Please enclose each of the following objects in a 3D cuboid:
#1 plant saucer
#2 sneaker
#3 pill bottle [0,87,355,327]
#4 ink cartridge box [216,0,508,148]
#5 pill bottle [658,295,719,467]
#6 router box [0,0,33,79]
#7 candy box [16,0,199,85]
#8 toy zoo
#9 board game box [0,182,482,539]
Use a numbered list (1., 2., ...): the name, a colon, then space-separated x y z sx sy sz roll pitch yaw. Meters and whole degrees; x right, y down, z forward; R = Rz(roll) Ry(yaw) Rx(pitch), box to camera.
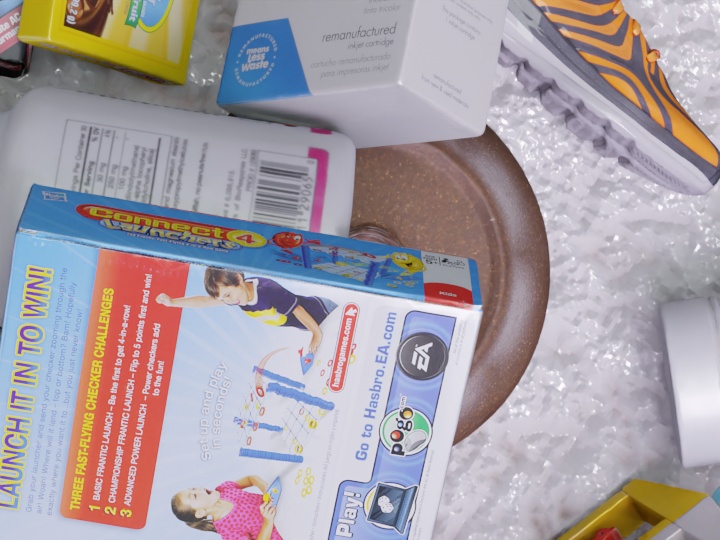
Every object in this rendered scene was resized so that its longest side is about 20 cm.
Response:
1. plant saucer: 0.000 0.000 1.183 0.200 0.037 0.201 0 87 -9
2. sneaker: 0.122 -0.133 1.185 0.200 0.078 0.112 41 83 -6
3. pill bottle: -0.108 -0.021 1.094 0.199 0.113 0.114 9 87 -4
4. ink cartridge box: 0.012 -0.162 1.127 0.067 0.116 0.201 27 68 -45
5. pill bottle: 0.249 0.042 1.176 0.199 0.111 0.112 -9 90 5
6. router box: -0.240 -0.184 1.133 0.199 0.062 0.150 10 85 -9
7. candy box: -0.104 -0.196 1.145 0.026 0.102 0.201 7 86 34
8. toy zoo: 0.108 0.162 1.147 0.200 0.131 0.020 -36 108 -9
9. board game box: -0.062 0.078 1.044 0.195 0.056 0.201 10 113 -4
